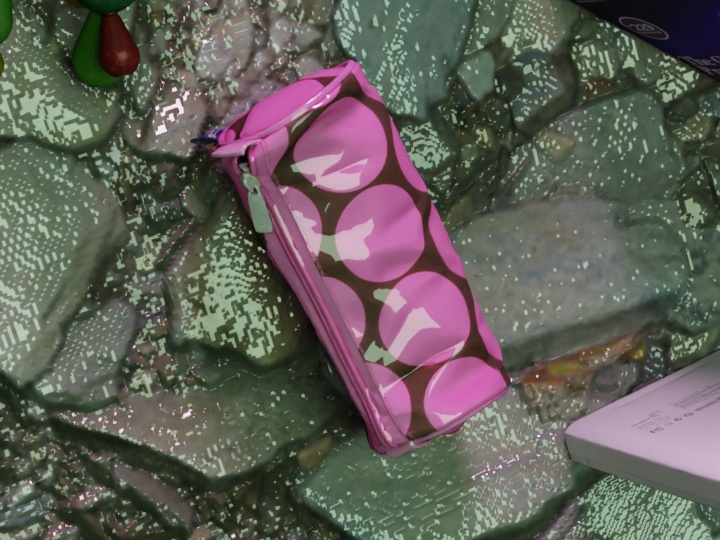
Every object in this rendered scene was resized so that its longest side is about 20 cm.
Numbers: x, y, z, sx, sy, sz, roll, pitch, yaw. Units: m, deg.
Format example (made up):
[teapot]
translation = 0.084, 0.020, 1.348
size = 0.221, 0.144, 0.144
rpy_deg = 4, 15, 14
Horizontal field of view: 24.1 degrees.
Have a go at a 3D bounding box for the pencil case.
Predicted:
[pencil case]
translation = 0.000, 0.000, 0.854
size = 0.200, 0.091, 0.094
rpy_deg = 61, 35, -15

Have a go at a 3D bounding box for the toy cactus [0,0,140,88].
[toy cactus]
translation = -0.139, -0.164, 0.741
size = 0.165, 0.102, 0.200
rpy_deg = -18, 120, 20

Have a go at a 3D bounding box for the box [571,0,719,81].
[box]
translation = 0.216, -0.158, 0.881
size = 0.141, 0.200, 0.079
rpy_deg = 26, 83, -24

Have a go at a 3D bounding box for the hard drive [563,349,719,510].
[hard drive]
translation = 0.217, 0.086, 0.901
size = 0.132, 0.200, 0.027
rpy_deg = -23, 104, -22
